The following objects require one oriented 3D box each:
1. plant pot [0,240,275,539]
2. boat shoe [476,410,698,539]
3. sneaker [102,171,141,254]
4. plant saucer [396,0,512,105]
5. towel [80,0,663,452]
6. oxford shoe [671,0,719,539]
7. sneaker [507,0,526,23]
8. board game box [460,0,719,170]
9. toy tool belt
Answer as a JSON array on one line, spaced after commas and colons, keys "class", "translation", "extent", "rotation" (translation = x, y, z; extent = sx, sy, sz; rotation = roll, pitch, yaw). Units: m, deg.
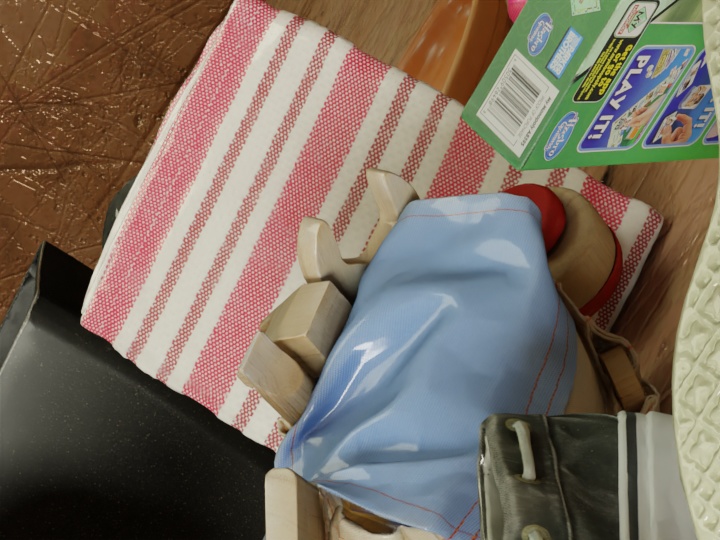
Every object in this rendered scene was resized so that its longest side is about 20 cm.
[{"class": "plant pot", "translation": [-0.120, 0.124, 1.176], "extent": [0.200, 0.177, 0.200], "rotation": [-63, 9, 4]}, {"class": "boat shoe", "translation": [0.047, 0.102, 0.581], "extent": [0.200, 0.071, 0.072], "rotation": [-77, -10, -61]}, {"class": "sneaker", "translation": [-0.009, -0.003, 0.960], "extent": [0.085, 0.200, 0.075], "rotation": [9, -95, -62]}, {"class": "plant saucer", "translation": [0.030, -0.061, 1.272], "extent": [0.200, 0.037, 0.200], "rotation": [-62, 9, 17]}, {"class": "towel", "translation": [0.000, 0.000, 0.894], "extent": [0.146, 0.200, 0.030], "rotation": [-63, -25, 7]}, {"class": "oxford shoe", "translation": [0.119, -0.007, 0.599], "extent": [0.075, 0.058, 0.200], "rotation": [-17, 55, 37]}, {"class": "sneaker", "translation": [0.123, -0.137, 0.842], "extent": [0.200, 0.075, 0.081], "rotation": [-57, 12, 36]}, {"class": "board game box", "translation": [0.123, -0.115, 0.670], "extent": [0.135, 0.029, 0.200], "rotation": [-5, -46, -47]}, {"class": "toy tool belt", "translation": [0.026, 0.030, 0.749], "extent": [0.125, 0.123, 0.200], "rotation": [-8, 49, 32]}]
